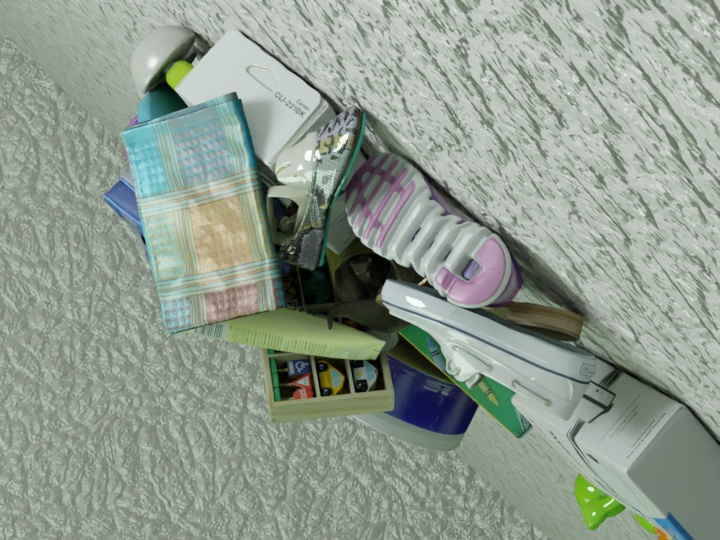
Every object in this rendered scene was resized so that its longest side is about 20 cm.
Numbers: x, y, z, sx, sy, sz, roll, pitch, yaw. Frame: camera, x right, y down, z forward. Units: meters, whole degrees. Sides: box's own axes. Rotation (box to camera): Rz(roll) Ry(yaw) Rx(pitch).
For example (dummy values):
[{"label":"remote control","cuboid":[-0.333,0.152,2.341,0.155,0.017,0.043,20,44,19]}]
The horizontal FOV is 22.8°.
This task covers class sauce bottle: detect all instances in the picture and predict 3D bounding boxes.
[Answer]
[{"label":"sauce bottle","cuboid":[0.000,0.000,1.820,0.065,0.065,0.200,47,-160,-40]}]

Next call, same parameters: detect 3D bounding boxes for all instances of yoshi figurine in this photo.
[{"label":"yoshi figurine","cuboid":[0.288,0.238,1.847,0.112,0.112,0.200,39,180,-39]}]

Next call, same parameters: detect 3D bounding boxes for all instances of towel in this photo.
[{"label":"towel","cuboid":[-0.145,-0.051,1.633,0.022,0.146,0.201,-10,-93,-55]}]

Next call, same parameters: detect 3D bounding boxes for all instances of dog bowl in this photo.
[{"label":"dog bowl","cuboid":[0.036,0.113,1.947,0.199,0.079,0.200,26,-169,-5]}]

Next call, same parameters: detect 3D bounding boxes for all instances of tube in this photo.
[{"label":"tube","cuboid":[-0.076,0.055,1.720,0.199,0.052,0.058,13,-155,-2]}]

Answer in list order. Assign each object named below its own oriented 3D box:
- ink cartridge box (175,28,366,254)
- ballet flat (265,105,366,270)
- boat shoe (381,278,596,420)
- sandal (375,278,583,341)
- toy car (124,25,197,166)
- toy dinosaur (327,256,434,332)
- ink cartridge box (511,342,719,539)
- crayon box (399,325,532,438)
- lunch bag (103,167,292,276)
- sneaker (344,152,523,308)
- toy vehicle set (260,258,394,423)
[{"label":"ink cartridge box","cuboid":[-0.072,-0.122,1.714,0.144,0.084,0.200,39,173,30]},{"label":"ballet flat","cuboid":[-0.047,-0.073,1.590,0.072,0.072,0.201,40,142,17]},{"label":"boat shoe","cuboid":[0.100,0.069,1.532,0.199,0.067,0.074,23,-173,21]},{"label":"sandal","cuboid":[0.115,0.014,1.621,0.211,0.070,0.078,8,169,38]},{"label":"toy car","cuboid":[-0.187,-0.153,1.905,0.175,0.150,0.200,42,174,0]},{"label":"toy dinosaur","cuboid":[0.043,0.013,1.723,0.077,0.200,0.103,-5,120,35]},{"label":"ink cartridge box","cuboid":[0.251,0.163,1.647,0.146,0.084,0.200,45,172,-29]},{"label":"crayon box","cuboid":[0.116,0.079,1.883,0.200,0.058,0.119,42,-167,1]},{"label":"lunch bag","cuboid":[-0.154,-0.041,1.784,0.136,0.132,0.200,38,173,45]},{"label":"sneaker","cuboid":[0.069,-0.027,1.568,0.200,0.081,0.088,41,-170,33]},{"label":"toy vehicle set","cuboid":[-0.041,0.067,1.818,0.201,0.124,0.027,-102,8,-45]}]
